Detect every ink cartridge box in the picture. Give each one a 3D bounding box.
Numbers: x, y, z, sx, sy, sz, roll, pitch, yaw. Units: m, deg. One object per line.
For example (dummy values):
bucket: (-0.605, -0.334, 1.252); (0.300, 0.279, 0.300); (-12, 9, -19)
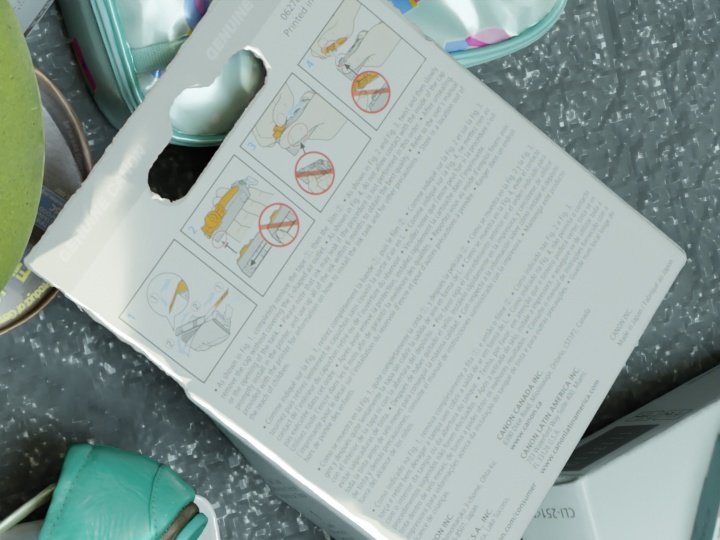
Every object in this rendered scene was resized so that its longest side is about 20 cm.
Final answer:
ink cartridge box: (0.157, 0.131, 0.832); (0.199, 0.043, 0.175); (-22, 99, -41)
ink cartridge box: (0.000, 0.000, 0.735); (0.200, 0.050, 0.161); (38, 72, -10)

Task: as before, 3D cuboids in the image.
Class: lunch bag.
lunch bag: (-0.018, -0.135, 0.773); (0.199, 0.077, 0.162); (-20, 98, -18)

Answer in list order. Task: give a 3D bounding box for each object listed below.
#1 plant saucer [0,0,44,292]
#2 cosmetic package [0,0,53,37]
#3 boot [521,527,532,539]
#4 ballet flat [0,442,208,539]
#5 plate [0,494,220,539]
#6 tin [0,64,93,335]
plant saucer: (-0.200, -0.047, 0.658); (0.198, 0.031, 0.202); (4, 114, 9)
cosmetic package: (-0.168, -0.170, 0.669); (0.199, 0.081, 0.113); (36, 109, 0)
boot: (-0.009, 0.150, 0.770); (0.162, 0.073, 0.200); (-20, 103, -36)
ballet flat: (-0.134, 0.145, 0.720); (0.070, 0.067, 0.201); (33, 79, 6)
plate: (-0.140, 0.193, 0.762); (0.198, 0.032, 0.202); (-8, 95, -20)
tin: (-0.189, -0.052, 0.733); (0.199, 0.042, 0.112); (35, 76, -18)
